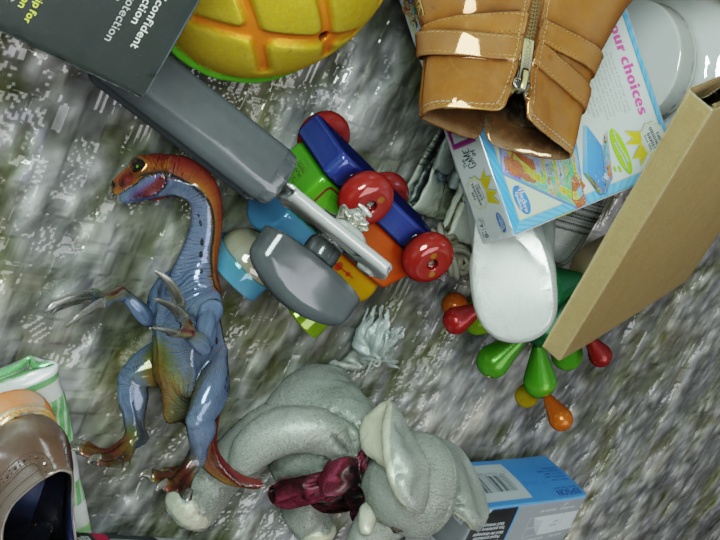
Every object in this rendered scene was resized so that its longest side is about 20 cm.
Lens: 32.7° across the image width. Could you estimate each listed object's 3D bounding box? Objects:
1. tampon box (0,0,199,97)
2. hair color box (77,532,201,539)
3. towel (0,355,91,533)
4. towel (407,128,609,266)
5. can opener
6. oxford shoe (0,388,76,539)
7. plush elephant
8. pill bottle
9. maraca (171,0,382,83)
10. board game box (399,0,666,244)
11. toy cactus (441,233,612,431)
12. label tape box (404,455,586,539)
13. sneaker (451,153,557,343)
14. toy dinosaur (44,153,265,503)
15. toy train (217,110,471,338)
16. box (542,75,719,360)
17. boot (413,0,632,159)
[{"bbox_3d":[-0.149,-0.189,0.479,0.199,0.126,0.151,22,106,-48],"label":"tampon box"},{"bbox_3d":[-0.119,0.233,0.829,0.199,0.099,0.061,22,102,-54],"label":"hair color box"},{"bbox_3d":[-0.237,0.152,0.739,0.151,0.023,0.202,-22,132,-28],"label":"towel"},{"bbox_3d":[0.137,-0.100,0.864,0.199,0.035,0.194,13,111,-45],"label":"towel"},{"bbox_3d":[-0.063,-0.047,0.646,0.200,0.053,0.067,42,79,-20],"label":"can opener"},{"bbox_3d":[-0.206,0.171,0.709,0.071,0.073,0.202,-10,127,-38],"label":"oxford shoe"},{"bbox_3d":[0.001,0.144,0.837,0.201,0.155,0.164,-52,139,5],"label":"plush elephant"},{"bbox_3d":[0.239,-0.129,0.835,0.198,0.112,0.113,2,119,-43],"label":"pill bottle"},{"bbox_3d":[-0.027,-0.181,0.600,0.137,0.107,0.200,30,106,-41],"label":"maraca"},{"bbox_3d":[0.099,-0.133,0.717,0.133,0.034,0.202,-20,93,-28],"label":"board game box"},{"bbox_3d":[0.154,0.030,0.918,0.165,0.103,0.200,-41,139,11],"label":"toy cactus"},{"bbox_3d":[0.097,0.265,1.082,0.142,0.066,0.202,3,117,-42],"label":"label tape box"},{"bbox_3d":[0.098,-0.058,0.794,0.088,0.074,0.203,-13,105,-78],"label":"sneaker"},{"bbox_3d":[-0.111,0.030,0.714,0.200,0.104,0.184,22,87,-68],"label":"toy dinosaur"},{"bbox_3d":[0.000,0.000,0.782,0.116,0.085,0.200,-41,134,8],"label":"toy train"},{"bbox_3d":[0.201,-0.044,0.751,0.163,0.021,0.201,-25,150,-41],"label":"box"},{"bbox_3d":[0.120,-0.137,0.658,0.198,0.077,0.157,10,73,-20],"label":"boot"}]
